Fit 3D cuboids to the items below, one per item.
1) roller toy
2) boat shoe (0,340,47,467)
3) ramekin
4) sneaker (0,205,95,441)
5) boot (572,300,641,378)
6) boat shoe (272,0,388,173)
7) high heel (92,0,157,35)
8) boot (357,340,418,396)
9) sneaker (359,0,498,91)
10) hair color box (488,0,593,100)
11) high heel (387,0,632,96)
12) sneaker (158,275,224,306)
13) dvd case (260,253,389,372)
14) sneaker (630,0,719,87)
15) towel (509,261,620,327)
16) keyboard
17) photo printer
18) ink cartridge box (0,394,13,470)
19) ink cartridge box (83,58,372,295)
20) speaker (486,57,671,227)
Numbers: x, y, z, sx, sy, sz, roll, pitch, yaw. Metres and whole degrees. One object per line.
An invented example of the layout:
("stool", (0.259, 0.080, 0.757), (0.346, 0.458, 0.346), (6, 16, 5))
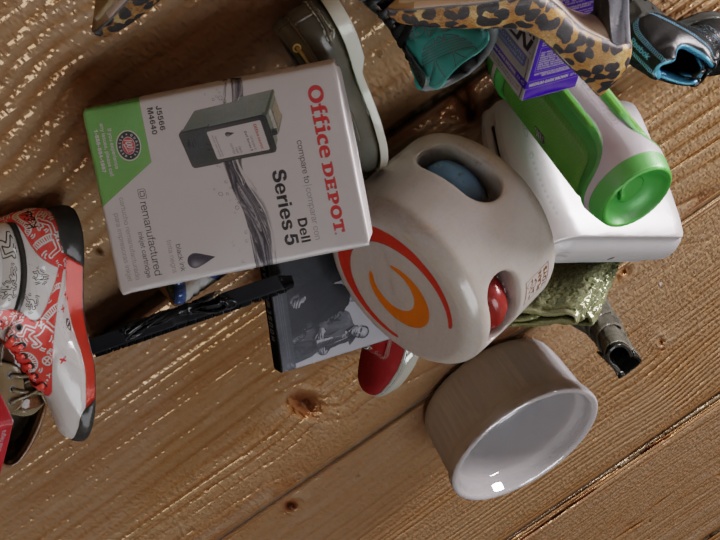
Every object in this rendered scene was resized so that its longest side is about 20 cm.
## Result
("roller toy", (0.079, -0.021, 1.495), (0.140, 0.201, 0.182), (-41, -165, -28))
("boat shoe", (-0.299, 0.094, 1.469), (0.075, 0.072, 0.201), (-11, 138, -31))
("ramekin", (0.173, 0.173, 1.969), (0.199, 0.098, 0.201), (-23, 147, -16))
("sneaker", (-0.282, 0.050, 1.370), (0.107, 0.067, 0.203), (-9, 106, -27))
("boot", (0.251, 0.041, 1.830), (0.068, 0.131, 0.200), (-39, 148, 9))
("boat shoe", (-0.024, -0.149, 1.392), (0.060, 0.072, 0.202), (-28, 141, -7))
("high heel", (-0.096, -0.231, 1.196), (0.142, 0.071, 0.200), (23, 109, -46))
("boot", (-0.005, 0.053, 1.682), (0.143, 0.073, 0.201), (-10, 133, -32))
("sneaker", (0.044, -0.207, 1.324), (0.084, 0.121, 0.200), (-42, 147, 16))
("hair color box", (0.150, -0.252, 1.368), (0.064, 0.110, 0.201), (-16, 143, -24))
("high heel", (0.120, -0.177, 1.296), (0.198, 0.072, 0.143), (-13, 133, -8))
("sneaker", (-0.139, -0.053, 1.429), (0.088, 0.075, 0.200), (-28, 158, -22))
("dvd case", (0.000, 0.000, 1.585), (0.199, 0.025, 0.152), (-16, 111, -25))
("sneaker", (0.317, -0.205, 1.604), (0.199, 0.082, 0.073), (-1, 135, -42))
("towel", (0.183, 0.000, 1.650), (0.200, 0.147, 0.037), (-52, 136, -53))
("keyboard", (-0.158, 0.042, 1.482), (0.199, 0.021, 0.127), (-20, 176, 11))
("photo printer", (0.206, -0.088, 1.591), (0.199, 0.168, 0.069), (0, 155, -40))
("ink cartridge box", (-0.403, 0.114, 1.338), (0.199, 0.145, 0.084), (-10, 140, -33))
("ink cartridge box", (-0.100, -0.075, 1.289), (0.198, 0.147, 0.084), (-11, -174, 1))
("speaker", (0.193, -0.134, 1.478), (0.088, 0.201, 0.089), (-23, 147, -16))
